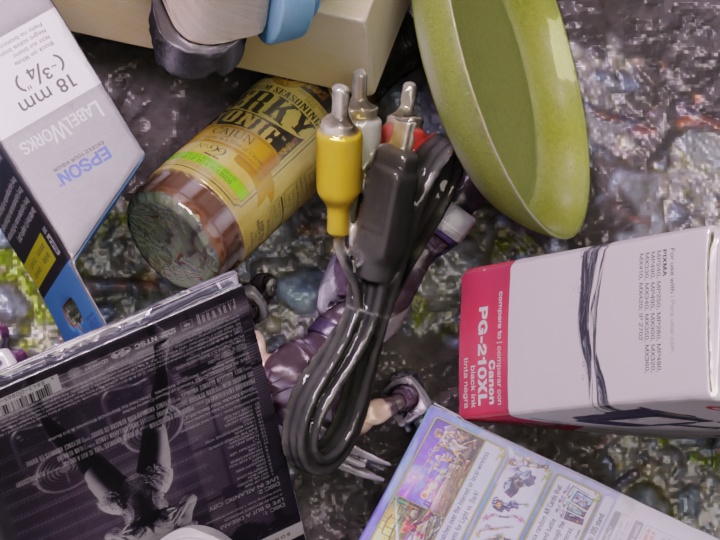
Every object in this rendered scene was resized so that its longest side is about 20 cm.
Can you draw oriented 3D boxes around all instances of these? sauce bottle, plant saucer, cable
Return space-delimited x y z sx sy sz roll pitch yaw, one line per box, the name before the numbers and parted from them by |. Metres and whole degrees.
sauce bottle | -0.038 -0.070 1.214 0.065 0.065 0.200 45 54 -2
plant saucer | 0.069 -0.110 1.216 0.031 0.200 0.201 -15 85 20
cable | 0.000 0.000 1.183 0.050 0.097 0.201 23 107 32

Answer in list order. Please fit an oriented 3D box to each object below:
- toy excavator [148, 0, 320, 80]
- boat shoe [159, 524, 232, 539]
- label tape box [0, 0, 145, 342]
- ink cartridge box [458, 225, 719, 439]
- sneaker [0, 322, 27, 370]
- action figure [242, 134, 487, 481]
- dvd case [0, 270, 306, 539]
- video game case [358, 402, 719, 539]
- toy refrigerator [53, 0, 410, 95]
toy excavator | -0.025 -0.203 1.141 0.199 0.100 0.195 -13 59 -19
boat shoe | -0.134 0.206 1.150 0.202 0.065 0.074 -42 89 17
label tape box | -0.158 -0.059 1.172 0.063 0.144 0.200 -31 90 -15
ink cartridge box | 0.164 0.036 1.174 0.144 0.200 0.085 7 80 -32
sneaker | -0.228 0.034 1.185 0.088 0.080 0.200 -37 86 -6
action figure | -0.003 0.024 1.233 0.130 0.069 0.200 33 81 -12
dvd case | -0.109 0.099 1.151 0.148 0.200 0.016 -24 46 -12
video game case | 0.072 0.190 1.160 0.181 0.045 0.200 25 63 10
toy refrigerator | -0.078 -0.154 1.200 0.199 0.070 0.076 13 60 12
